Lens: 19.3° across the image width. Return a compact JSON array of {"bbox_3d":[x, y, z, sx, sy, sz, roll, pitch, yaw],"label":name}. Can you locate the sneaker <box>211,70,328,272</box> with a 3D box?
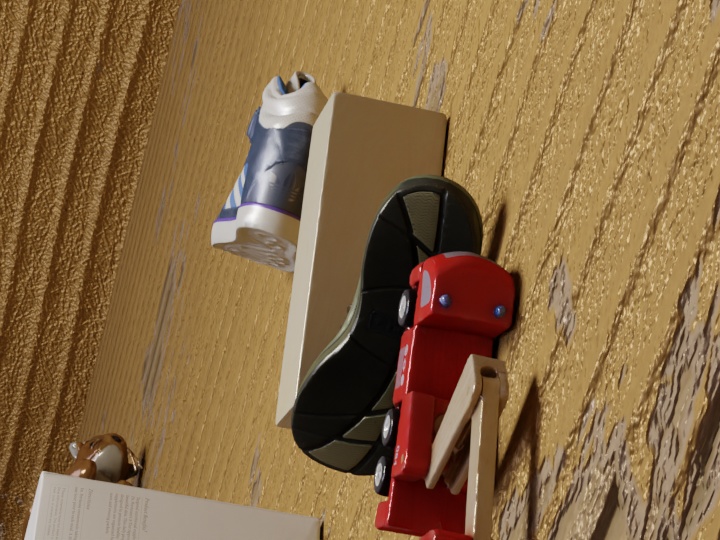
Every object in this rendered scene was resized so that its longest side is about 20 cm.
[{"bbox_3d":[-0.061,-0.084,1.721,0.200,0.080,0.147,142,146,-79],"label":"sneaker"}]

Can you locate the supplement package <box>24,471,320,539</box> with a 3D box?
[{"bbox_3d":[-0.141,0.269,1.449,0.147,0.199,0.192,111,165,-45],"label":"supplement package"}]

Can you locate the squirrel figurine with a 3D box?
[{"bbox_3d":[-0.346,0.301,2.648,0.187,0.141,0.201,-82,12,-46],"label":"squirrel figurine"}]

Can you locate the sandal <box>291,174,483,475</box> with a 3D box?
[{"bbox_3d":[0.023,0.034,1.199,0.057,0.079,0.202,-63,-3,-63],"label":"sandal"}]

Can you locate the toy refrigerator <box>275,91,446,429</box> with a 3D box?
[{"bbox_3d":[0.000,0.000,1.309,0.070,0.075,0.201,129,149,-68],"label":"toy refrigerator"}]

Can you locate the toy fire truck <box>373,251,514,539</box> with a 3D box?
[{"bbox_3d":[0.048,0.082,1.055,0.141,0.048,0.201,141,139,-73],"label":"toy fire truck"}]
